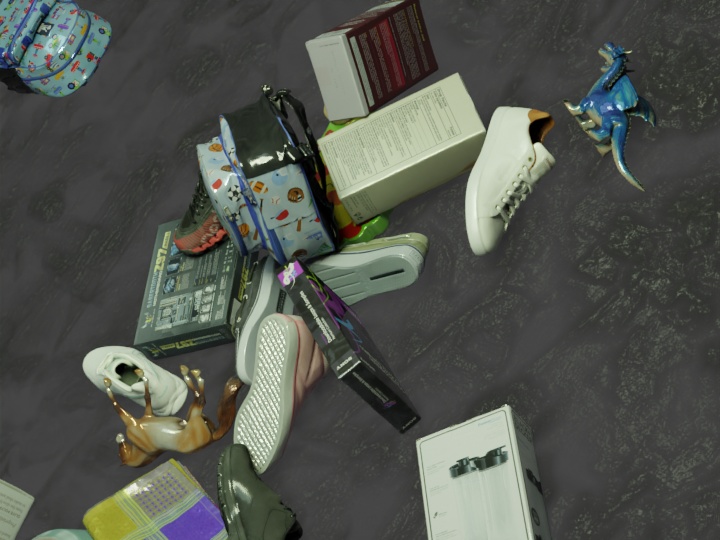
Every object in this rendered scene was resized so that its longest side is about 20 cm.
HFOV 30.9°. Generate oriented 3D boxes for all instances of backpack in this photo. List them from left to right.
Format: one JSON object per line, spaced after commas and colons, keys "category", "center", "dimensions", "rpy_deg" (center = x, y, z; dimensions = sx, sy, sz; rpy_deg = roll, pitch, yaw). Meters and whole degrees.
{"category": "backpack", "center": [-0.537, -0.393, 2.255], "dimensions": [0.200, 0.135, 0.183], "rpy_deg": [15, 70, 40]}
{"category": "backpack", "center": [-0.107, -0.096, 1.593], "dimensions": [0.154, 0.191, 0.200], "rpy_deg": [-26, 33, 5]}

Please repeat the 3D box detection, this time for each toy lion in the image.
{"category": "toy lion", "center": [-0.021, -0.117, 1.718], "dimensions": [0.200, 0.069, 0.192], "rpy_deg": [-49, 51, -4]}

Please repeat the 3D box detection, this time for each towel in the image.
{"category": "towel", "center": [-0.232, 0.311, 1.547], "dimensions": [0.144, 0.023, 0.200], "rpy_deg": [-28, 40, -22]}

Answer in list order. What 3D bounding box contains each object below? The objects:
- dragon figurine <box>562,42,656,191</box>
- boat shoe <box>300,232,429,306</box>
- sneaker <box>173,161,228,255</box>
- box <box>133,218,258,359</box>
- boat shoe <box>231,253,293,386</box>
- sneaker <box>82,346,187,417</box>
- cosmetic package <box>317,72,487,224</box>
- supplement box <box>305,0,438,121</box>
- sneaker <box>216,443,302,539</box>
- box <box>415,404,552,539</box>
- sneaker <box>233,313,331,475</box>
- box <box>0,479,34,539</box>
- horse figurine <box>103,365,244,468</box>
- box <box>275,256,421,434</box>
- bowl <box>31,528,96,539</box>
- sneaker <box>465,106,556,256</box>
{"category": "dragon figurine", "center": [0.304, -0.187, 1.515], "dimensions": [0.099, 0.059, 0.200], "rpy_deg": [-36, 43, 12]}
{"category": "boat shoe", "center": [0.000, 0.000, 1.618], "dimensions": [0.200, 0.072, 0.062], "rpy_deg": [-9, 26, 33]}
{"category": "sneaker", "center": [-0.191, -0.101, 1.720], "dimensions": [0.200, 0.098, 0.071], "rpy_deg": [-41, 45, 22]}
{"category": "box", "center": [-0.219, 0.013, 1.775], "dimensions": [0.158, 0.051, 0.200], "rpy_deg": [-14, 53, 28]}
{"category": "boat shoe", "center": [-0.132, 0.062, 1.665], "dimensions": [0.066, 0.070, 0.200], "rpy_deg": [-17, 50, 37]}
{"category": "sneaker", "center": [-0.315, 0.133, 1.743], "dimensions": [0.200, 0.080, 0.070], "rpy_deg": [15, 71, 44]}
{"category": "cosmetic package", "center": [0.058, -0.152, 1.633], "dimensions": [0.200, 0.071, 0.105], "rpy_deg": [-24, 58, 7]}
{"category": "supplement box", "center": [0.019, -0.279, 1.697], "dimensions": [0.061, 0.109, 0.200], "rpy_deg": [-4, 22, 36]}
{"category": "sneaker", "center": [-0.115, 0.283, 1.487], "dimensions": [0.091, 0.076, 0.200], "rpy_deg": [-10, 51, -5]}
{"category": "box", "center": [0.129, 0.250, 1.331], "dimensions": [0.117, 0.060, 0.200], "rpy_deg": [-25, 48, 21]}
{"category": "sneaker", "center": [-0.085, 0.148, 1.572], "dimensions": [0.075, 0.105, 0.200], "rpy_deg": [19, 102, 35]}
{"category": "box", "center": [-0.591, 0.323, 1.728], "dimensions": [0.199, 0.200, 0.171], "rpy_deg": [9, 68, 40]}
{"category": "horse figurine", "center": [-0.236, 0.186, 1.636], "dimensions": [0.200, 0.133, 0.050], "rpy_deg": [-8, 14, 19]}
{"category": "box", "center": [-0.014, 0.084, 1.502], "dimensions": [0.036, 0.143, 0.200], "rpy_deg": [-38, 45, 7]}
{"category": "bowl", "center": [-0.360, 0.393, 1.570], "dimensions": [0.201, 0.105, 0.201], "rpy_deg": [-19, 50, 24]}
{"category": "sneaker", "center": [0.181, -0.109, 1.543], "dimensions": [0.085, 0.073, 0.200], "rpy_deg": [4, 66, 30]}
